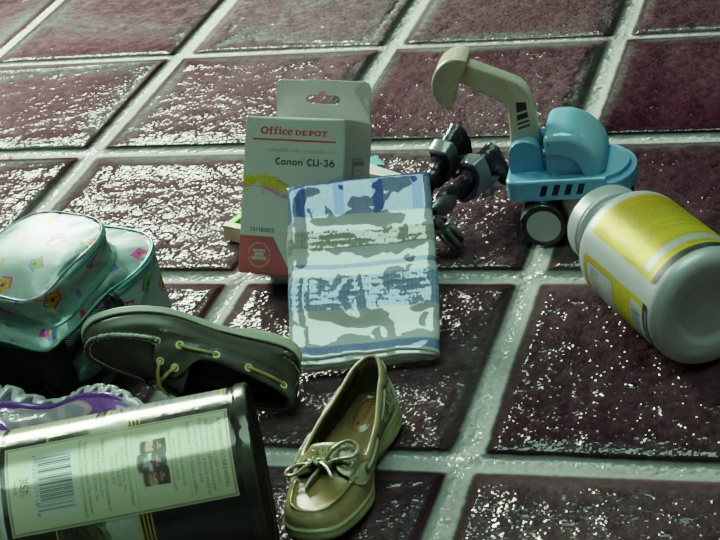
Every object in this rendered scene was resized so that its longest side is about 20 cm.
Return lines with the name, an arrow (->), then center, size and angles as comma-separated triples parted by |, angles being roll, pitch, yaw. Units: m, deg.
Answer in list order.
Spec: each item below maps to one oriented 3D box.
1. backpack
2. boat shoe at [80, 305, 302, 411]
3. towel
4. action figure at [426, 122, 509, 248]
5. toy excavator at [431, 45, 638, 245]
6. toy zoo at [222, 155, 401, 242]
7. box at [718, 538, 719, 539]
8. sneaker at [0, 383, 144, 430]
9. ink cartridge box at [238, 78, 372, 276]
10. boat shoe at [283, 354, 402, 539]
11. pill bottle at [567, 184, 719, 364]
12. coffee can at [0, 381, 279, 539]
backpack -> -0.284, 0.028, 1.625 | 0.176, 0.154, 0.200 | 7, 30, 36
boat shoe -> -0.152, 0.082, 1.519 | 0.201, 0.072, 0.061 | 9, 43, -7
towel -> 0.000, 0.000, 1.606 | 0.147, 0.024, 0.200 | -5, 63, 7
action figure -> 0.068, -0.066, 1.771 | 0.130, 0.069, 0.200 | 24, 54, 36
toy excavator -> 0.179, -0.134, 1.714 | 0.194, 0.200, 0.100 | -2, 29, 15
toy zoo -> -0.039, -0.076, 1.870 | 0.131, 0.020, 0.200 | 12, 35, 35
box -> 0.347, 0.215, 1.118 | 0.200, 0.109, 0.128 | 11, 34, 33
sneaker -> -0.267, 0.152, 1.478 | 0.200, 0.081, 0.089 | -2, 36, 25
ink cartridge box -> -0.055, -0.094, 1.713 | 0.116, 0.200, 0.067 | 4, 3, 25
boat shoe -> -0.018, 0.147, 1.409 | 0.073, 0.063, 0.200 | 0, 30, 17
pill bottle -> 0.268, -0.005, 1.543 | 0.112, 0.112, 0.200 | -17, 30, -13
coffee can -> -0.172, 0.176, 1.318 | 0.200, 0.147, 0.146 | -11, 28, -1
